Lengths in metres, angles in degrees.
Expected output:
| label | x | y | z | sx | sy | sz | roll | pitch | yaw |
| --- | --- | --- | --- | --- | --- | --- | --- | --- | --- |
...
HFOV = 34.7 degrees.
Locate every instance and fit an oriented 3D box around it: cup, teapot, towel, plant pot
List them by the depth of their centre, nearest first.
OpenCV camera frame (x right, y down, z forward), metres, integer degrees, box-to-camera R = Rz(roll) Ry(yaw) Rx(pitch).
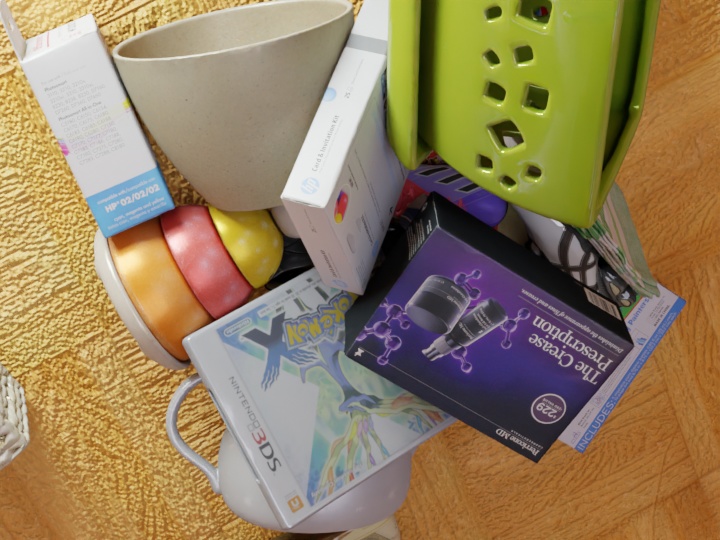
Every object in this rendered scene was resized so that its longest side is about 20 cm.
| label | x | y | z | sx | sy | sz | roll | pitch | yaw |
| --- | --- | --- | --- | --- | --- | --- | --- | --- | --- |
| plant pot | 0.126 | -0.178 | 0.895 | 0.180 | 0.200 | 0.200 | 14 | 128 | 19 |
| cup | -0.092 | -0.134 | 0.962 | 0.199 | 0.200 | 0.144 | -15 | 113 | -11 |
| towel | 0.215 | -0.073 | 1.070 | 0.023 | 0.153 | 0.200 | -28 | 139 | 23 |
| teapot | -0.047 | 0.149 | 1.083 | 0.200 | 0.196 | 0.147 | -14 | 106 | -55 |

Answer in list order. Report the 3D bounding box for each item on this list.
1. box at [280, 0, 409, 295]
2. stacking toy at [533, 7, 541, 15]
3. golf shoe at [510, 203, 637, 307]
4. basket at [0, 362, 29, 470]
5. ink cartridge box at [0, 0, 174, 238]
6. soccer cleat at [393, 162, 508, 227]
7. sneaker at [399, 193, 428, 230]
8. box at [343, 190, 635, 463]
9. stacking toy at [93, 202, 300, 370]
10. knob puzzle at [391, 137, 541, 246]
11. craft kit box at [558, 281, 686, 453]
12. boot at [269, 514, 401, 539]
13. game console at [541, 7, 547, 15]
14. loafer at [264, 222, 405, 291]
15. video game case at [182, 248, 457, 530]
| label | x | y | z | sx | sy | sz | roll | pitch | yaw |
| --- | --- | --- | --- | --- | --- | --- | --- | --- | --- |
| box | 0.005 | -0.102 | 0.943 | 0.041 | 0.156 | 0.201 | 13 | 68 | 17 |
| stacking toy | 0.131 | -0.250 | 1.009 | 0.085 | 0.086 | 0.201 | -3 | 132 | -15 |
| golf shoe | 0.185 | -0.007 | 1.097 | 0.094 | 0.078 | 0.200 | -39 | 124 | 10 |
| basket | -0.399 | 0.147 | 1.003 | 0.200 | 0.136 | 0.124 | -40 | 118 | -1 |
| ink cartridge box | -0.228 | -0.142 | 0.964 | 0.068 | 0.115 | 0.201 | -24 | 113 | -6 |
| soccer cleat | 0.042 | -0.070 | 1.061 | 0.199 | 0.073 | 0.069 | 15 | 110 | -9 |
| sneaker | 0.097 | 0.036 | 1.040 | 0.199 | 0.081 | 0.115 | 42 | 97 | -21 |
| box | 0.105 | 0.050 | 0.971 | 0.199 | 0.079 | 0.141 | 30 | 114 | -13 |
| stacking toy | -0.118 | -0.017 | 1.007 | 0.199 | 0.146 | 0.147 | -29 | 114 | 5 |
| knob puzzle | 0.102 | -0.083 | 1.115 | 0.218 | 0.030 | 0.221 | -1 | 111 | -3 |
| craft kit box | 0.208 | 0.064 | 1.200 | 0.197 | 0.049 | 0.201 | 31 | 97 | -25 |
| boot | -0.033 | 0.341 | 1.204 | 0.199 | 0.073 | 0.156 | -28 | 111 | -12 |
| game console | 0.104 | -0.326 | 1.054 | 0.199 | 0.119 | 0.173 | -7 | 141 | -14 |
| loafer | 0.000 | 0.000 | 1.078 | 0.199 | 0.073 | 0.073 | 3 | 137 | -2 |
| video game case | -0.027 | 0.094 | 1.001 | 0.199 | 0.022 | 0.183 | -29 | 91 | -24 |
